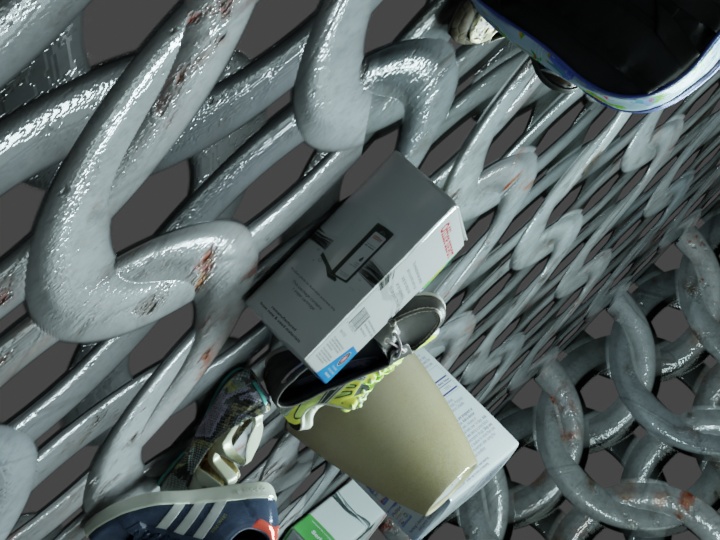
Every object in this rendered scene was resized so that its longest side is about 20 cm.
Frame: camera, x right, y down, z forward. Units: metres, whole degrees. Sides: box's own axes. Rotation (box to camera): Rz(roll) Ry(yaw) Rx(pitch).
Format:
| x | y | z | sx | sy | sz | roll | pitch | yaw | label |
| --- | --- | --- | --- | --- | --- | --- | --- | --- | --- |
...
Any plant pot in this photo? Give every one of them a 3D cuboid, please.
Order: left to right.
| x | y | z | sx | sy | sz | roll | pitch | yaw | label |
| --- | --- | --- | --- | --- | --- | --- | --- | --- | --- |
| 0.042 | 0.201 | 1.906 | 0.187 | 0.200 | 0.187 | -42 | 166 | -13 | plant pot |

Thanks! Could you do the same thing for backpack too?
| x | y | z | sx | sy | sz | roll | pitch | yaw | label |
| --- | --- | --- | --- | --- | --- | --- | --- | --- | --- |
| 0.196 | -0.221 | 1.160 | 0.183 | 0.200 | 0.147 | -48 | 163 | 7 | backpack |

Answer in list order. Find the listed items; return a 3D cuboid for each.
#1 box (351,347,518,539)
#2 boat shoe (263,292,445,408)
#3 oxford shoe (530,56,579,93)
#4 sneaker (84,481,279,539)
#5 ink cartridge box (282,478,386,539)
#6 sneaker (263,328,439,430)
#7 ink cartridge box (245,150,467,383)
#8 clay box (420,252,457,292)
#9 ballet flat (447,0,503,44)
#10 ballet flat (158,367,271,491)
| x | y | z | sx | sy | sz | roll | pitch | yaw | label |
| --- | --- | --- | --- | --- | --- | --- | --- | --- | --- |
| 0.078 | 0.233 | 2.096 | 0.184 | 0.200 | 0.105 | -29 | 160 | -49 | box |
| -0.003 | 0.086 | 1.545 | 0.199 | 0.057 | 0.067 | -22 | 130 | 10 | boat shoe |
| 0.194 | -0.240 | 1.268 | 0.201 | 0.072 | 0.084 | -69 | -167 | -17 | oxford shoe |
| -0.175 | 0.268 | 1.552 | 0.199 | 0.085 | 0.075 | -6 | 159 | -18 | sneaker |
| -0.052 | 0.438 | 2.536 | 0.200 | 0.083 | 0.147 | -33 | 162 | -46 | ink cartridge box |
| -0.002 | 0.104 | 1.627 | 0.200 | 0.077 | 0.075 | -25 | 171 | 19 | sneaker |
| 0.000 | 0.000 | 1.455 | 0.200 | 0.084 | 0.146 | -46 | 166 | -5 | ink cartridge box |
| 0.032 | 0.007 | 1.643 | 0.115 | 0.048 | 0.200 | -48 | 165 | 18 | clay box |
| 0.135 | -0.221 | 1.310 | 0.067 | 0.046 | 0.200 | -55 | 164 | 28 | ballet flat |
| -0.147 | 0.186 | 1.582 | 0.072 | 0.072 | 0.201 | -28 | 158 | -51 | ballet flat |
